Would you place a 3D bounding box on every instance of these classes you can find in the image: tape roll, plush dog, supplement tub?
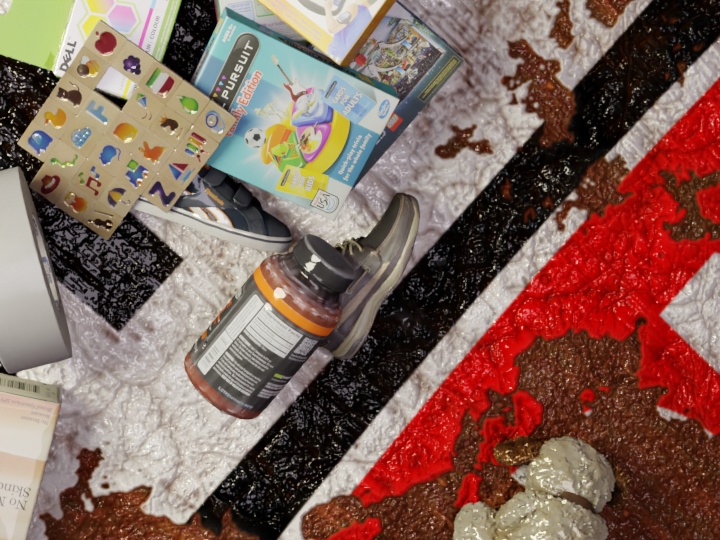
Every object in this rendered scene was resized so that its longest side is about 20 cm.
[{"bbox_3d":[-0.347,0.000,1.361,0.066,0.200,0.201,-16,102,-9],"label":"tape roll"},{"bbox_3d":[0.229,0.276,1.572,0.200,0.160,0.172,21,71,-14],"label":"plush dog"},{"bbox_3d":[-0.092,0.057,1.452,0.107,0.107,0.200,37,105,-15],"label":"supplement tub"}]

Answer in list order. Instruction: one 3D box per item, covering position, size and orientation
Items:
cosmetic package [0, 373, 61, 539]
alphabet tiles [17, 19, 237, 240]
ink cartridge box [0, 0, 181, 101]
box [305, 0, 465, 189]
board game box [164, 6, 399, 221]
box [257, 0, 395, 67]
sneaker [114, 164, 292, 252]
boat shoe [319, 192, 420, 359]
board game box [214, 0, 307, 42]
[{"bbox_3d":[-0.391,0.216,1.444,0.103,0.087,0.200,13,96,-15],"label":"cosmetic package"},{"bbox_3d":[-0.249,-0.130,1.389,0.167,0.008,0.200,35,114,-11],"label":"alphabet tiles"},{"bbox_3d":[-0.295,-0.270,1.394,0.200,0.076,0.148,17,95,-16],"label":"ink cartridge box"},{"bbox_3d":[-0.005,-0.196,1.457,0.137,0.038,0.200,37,104,-22],"label":"box"},{"bbox_3d":[-0.083,-0.160,1.414,0.200,0.047,0.151,23,108,-17],"label":"board game box"},{"bbox_3d":[-0.004,-0.322,1.376,0.119,0.041,0.200,39,105,8],"label":"box"},{"bbox_3d":[-0.160,-0.081,1.452,0.200,0.078,0.080,19,100,-13],"label":"sneaker"},{"bbox_3d":[0.000,0.000,1.502,0.073,0.074,0.200,26,91,-15],"label":"boat shoe"},{"bbox_3d":[-0.088,-0.342,1.445,0.153,0.040,0.200,-10,101,-11],"label":"board game box"}]
